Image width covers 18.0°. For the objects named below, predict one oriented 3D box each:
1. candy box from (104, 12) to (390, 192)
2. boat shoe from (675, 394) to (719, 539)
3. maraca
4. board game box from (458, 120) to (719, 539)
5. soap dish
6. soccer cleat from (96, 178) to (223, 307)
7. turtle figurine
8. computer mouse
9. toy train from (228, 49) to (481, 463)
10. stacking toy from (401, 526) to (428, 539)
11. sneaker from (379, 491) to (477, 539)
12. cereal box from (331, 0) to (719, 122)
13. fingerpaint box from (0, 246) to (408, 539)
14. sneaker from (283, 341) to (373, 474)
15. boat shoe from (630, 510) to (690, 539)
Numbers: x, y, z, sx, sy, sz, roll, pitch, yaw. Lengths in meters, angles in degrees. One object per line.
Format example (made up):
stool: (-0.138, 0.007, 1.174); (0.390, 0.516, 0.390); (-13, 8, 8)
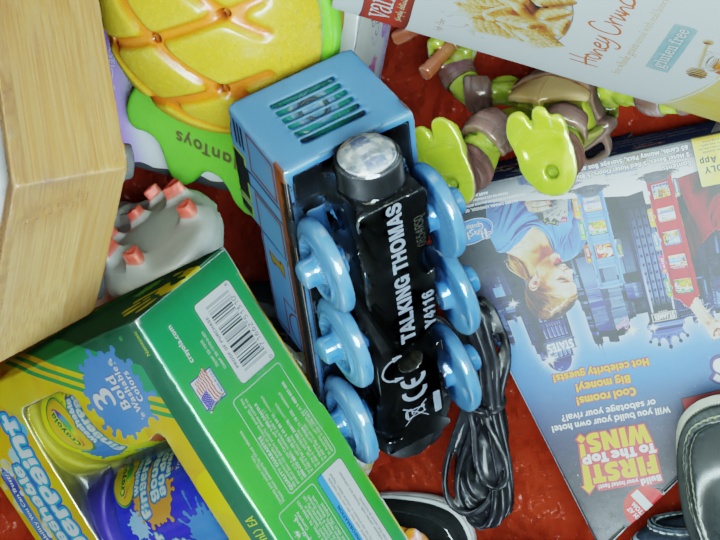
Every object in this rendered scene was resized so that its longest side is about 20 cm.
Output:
candy box: (-0.085, -0.137, 1.179); (0.198, 0.072, 0.169); (15, 107, 12)
boat shoe: (0.205, 0.157, 1.102); (0.071, 0.068, 0.201); (-17, 97, 12)
maraca: (-0.068, -0.115, 1.088); (0.136, 0.107, 0.201); (26, 134, 26)
board game box: (0.153, 0.032, 1.160); (0.198, 0.062, 0.202); (-11, 101, 18)
soap dish: (-0.163, -0.080, 1.065); (0.081, 0.201, 0.158); (-3, 150, -16)
soccer cleat: (-0.105, -0.001, 1.174); (0.069, 0.200, 0.078); (-41, 107, -16)
turtle figurine: (0.084, -0.079, 1.106); (0.198, 0.161, 0.065); (9, 117, 23)
computer mouse: (-0.003, 0.053, 1.204); (0.199, 0.053, 0.140); (10, 122, 26)
toy train: (0.000, 0.000, 1.066); (0.086, 0.114, 0.201); (-25, 139, -15)
stacking toy: (0.090, 0.189, 1.184); (0.199, 0.110, 0.117); (29, 133, 7)
sneaker: (-0.039, 0.180, 1.225); (0.198, 0.112, 0.074); (-14, 101, 19)
cereal box: (0.092, -0.125, 0.973); (0.198, 0.144, 0.040); (15, 74, -2)
fingerpaint box: (-0.081, 0.111, 1.087); (0.166, 0.073, 0.201); (-22, 103, 46)
sneaker: (-0.076, 0.074, 1.189); (0.199, 0.074, 0.116); (32, 111, 22)
boat shoe: (0.232, 0.110, 1.158); (0.198, 0.071, 0.092); (-4, 100, 11)
